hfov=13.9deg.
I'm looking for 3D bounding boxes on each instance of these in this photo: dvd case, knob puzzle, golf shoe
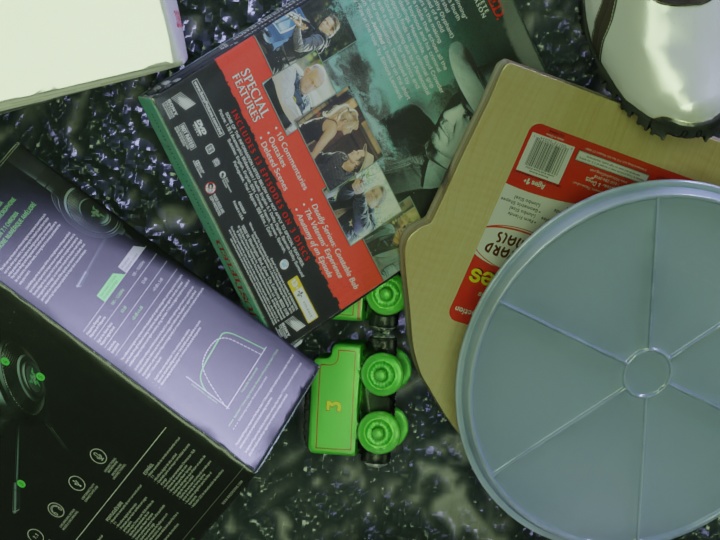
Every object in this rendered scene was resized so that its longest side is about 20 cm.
[{"bbox_3d":[0.003,-0.072,1.460,0.200,0.022,0.146,-34,109,-20],"label":"dvd case"},{"bbox_3d":[0.104,0.009,1.499,0.219,0.030,0.220,-7,112,-17],"label":"knob puzzle"},{"bbox_3d":[0.150,-0.165,1.446,0.077,0.095,0.201,-4,75,-14],"label":"golf shoe"}]

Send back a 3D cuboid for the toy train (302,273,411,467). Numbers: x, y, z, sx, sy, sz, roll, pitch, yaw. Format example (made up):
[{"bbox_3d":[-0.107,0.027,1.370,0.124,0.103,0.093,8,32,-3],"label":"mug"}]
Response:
[{"bbox_3d":[0.000,0.000,1.509,0.056,0.042,0.201,3,94,9],"label":"toy train"}]

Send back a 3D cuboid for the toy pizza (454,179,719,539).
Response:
[{"bbox_3d":[0.139,0.046,1.492,0.199,0.032,0.201,-7,113,-16],"label":"toy pizza"}]

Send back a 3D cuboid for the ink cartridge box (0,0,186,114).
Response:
[{"bbox_3d":[-0.174,-0.179,1.437,0.144,0.147,0.201,-13,95,-1],"label":"ink cartridge box"}]

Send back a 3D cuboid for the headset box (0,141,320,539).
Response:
[{"bbox_3d":[-0.154,0.063,1.443,0.200,0.093,0.174,36,129,-3],"label":"headset box"}]
